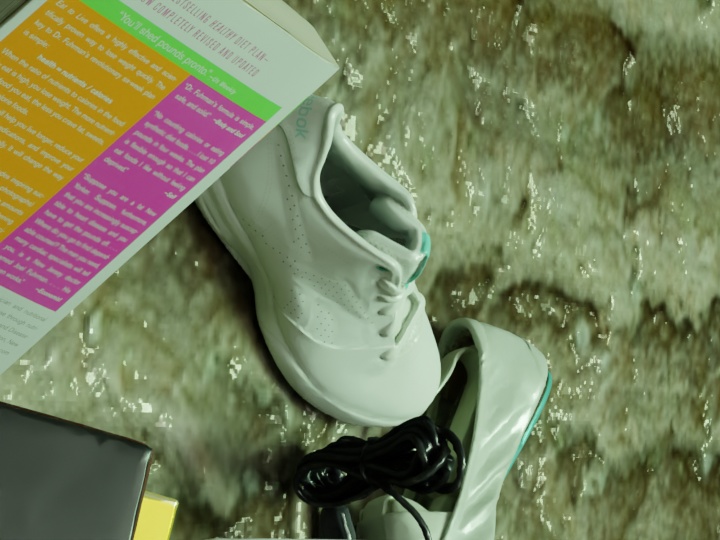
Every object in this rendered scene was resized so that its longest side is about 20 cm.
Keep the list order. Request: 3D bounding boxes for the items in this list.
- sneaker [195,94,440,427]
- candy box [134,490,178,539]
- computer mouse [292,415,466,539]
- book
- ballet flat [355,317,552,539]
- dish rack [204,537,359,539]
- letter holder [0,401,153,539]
[{"bbox_3d":[0.000,0.000,1.045,0.200,0.088,0.075,56,47,-39],"label":"sneaker"},{"bbox_3d":[-0.114,0.177,0.872,0.026,0.102,0.201,17,80,-19],"label":"candy box"},{"bbox_3d":[0.012,0.164,1.034,0.046,0.140,0.201,-13,93,-27],"label":"computer mouse"},{"bbox_3d":[-0.118,-0.036,0.811,0.134,0.200,0.048,35,19,-50],"label":"book"},{"bbox_3d":[0.033,0.107,1.126,0.069,0.069,0.200,54,46,-40],"label":"ballet flat"},{"bbox_3d":[-0.026,0.203,0.914,0.171,0.043,0.201,7,81,-44],"label":"dish rack"},{"bbox_3d":[-0.160,0.153,0.833,0.100,0.142,0.201,18,71,-20],"label":"letter holder"}]
